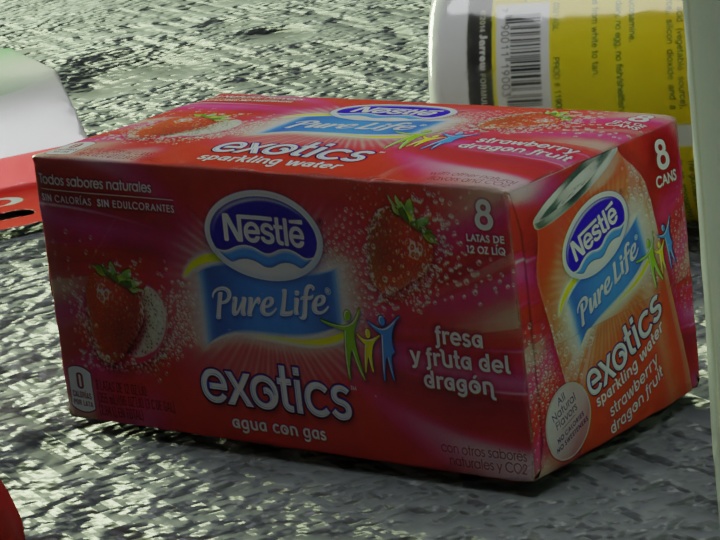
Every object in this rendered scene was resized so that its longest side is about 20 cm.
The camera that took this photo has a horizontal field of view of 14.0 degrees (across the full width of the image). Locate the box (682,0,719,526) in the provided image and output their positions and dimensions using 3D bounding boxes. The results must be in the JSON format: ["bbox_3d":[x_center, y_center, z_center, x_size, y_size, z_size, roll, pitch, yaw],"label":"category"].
[{"bbox_3d":[0.196,-0.013,0.723,0.198,0.201,0.131,-17,19,-32],"label":"box"}]

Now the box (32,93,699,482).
[{"bbox_3d":[0.000,0.000,0.959,0.199,0.096,0.100,6,19,38],"label":"box"}]

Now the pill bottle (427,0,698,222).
[{"bbox_3d":[0.133,-0.075,1.142,0.199,0.113,0.112,-3,16,13],"label":"pill bottle"}]

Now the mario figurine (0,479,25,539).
[{"bbox_3d":[-0.166,0.094,0.731,0.199,0.106,0.123,-9,25,-42],"label":"mario figurine"}]

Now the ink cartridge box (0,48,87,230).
[{"bbox_3d":[-0.204,-0.054,1.340,0.160,0.050,0.200,-13,14,-21],"label":"ink cartridge box"}]
